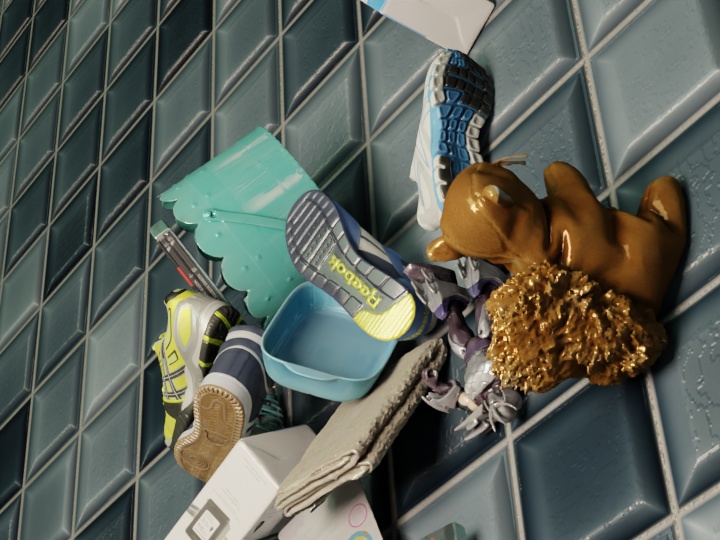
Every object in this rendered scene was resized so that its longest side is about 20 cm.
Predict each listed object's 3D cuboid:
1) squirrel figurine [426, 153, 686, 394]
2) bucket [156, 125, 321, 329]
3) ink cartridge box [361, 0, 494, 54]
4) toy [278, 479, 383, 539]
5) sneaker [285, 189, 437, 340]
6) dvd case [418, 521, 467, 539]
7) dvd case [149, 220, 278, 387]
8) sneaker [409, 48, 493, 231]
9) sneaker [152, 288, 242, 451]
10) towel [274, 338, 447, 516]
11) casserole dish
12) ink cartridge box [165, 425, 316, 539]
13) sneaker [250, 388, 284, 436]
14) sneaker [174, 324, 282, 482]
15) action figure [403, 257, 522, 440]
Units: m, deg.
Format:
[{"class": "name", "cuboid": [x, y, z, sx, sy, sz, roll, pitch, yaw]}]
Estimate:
[{"class": "squirrel figurine", "cuboid": [0.151, -0.002, 1.330, 0.142, 0.187, 0.200, -38, 39, 41]}, {"class": "bucket", "cuboid": [-0.103, -0.043, 1.769, 0.135, 0.207, 0.207, -38, 30, -4]}, {"class": "ink cartridge box", "cuboid": [0.046, -0.306, 1.810, 0.067, 0.116, 0.200, -61, 29, 10]}, {"class": "toy", "cuboid": [-0.004, 0.286, 1.530, 0.115, 0.047, 0.200, -46, 38, 21]}, {"class": "sneaker", "cuboid": [0.000, 0.000, 1.634, 0.074, 0.082, 0.200, -51, 58, 18]}, {"class": "dvd case", "cuboid": [0.018, 0.319, 1.430, 0.200, 0.022, 0.146, -33, 46, 24]}, {"class": "dvd case", "cuboid": [-0.154, 0.033, 1.786, 0.022, 0.200, 0.146, -37, 9, -5]}, {"class": "sneaker", "cuboid": [0.080, -0.129, 1.673, 0.087, 0.075, 0.200, -37, 39, 51]}, {"class": "sneaker", "cuboid": [-0.174, 0.101, 1.728, 0.076, 0.075, 0.200, 33, 127, 24]}, {"class": "towel", "cuboid": [0.003, 0.146, 1.552, 0.133, 0.034, 0.200, -35, 11, 40]}, {"class": "casserole dish", "cuboid": [-0.026, 0.070, 1.624, 0.200, 0.121, 0.039, -59, -18, -60]}, {"class": "ink cartridge box", "cuboid": [-0.117, 0.250, 1.653, 0.067, 0.116, 0.200, 47, 116, 21]}, {"class": "sneaker", "cuboid": [-0.119, 0.160, 1.794, 0.200, 0.078, 0.086, 16, 80, 61]}, {"class": "sneaker", "cuboid": [-0.127, 0.132, 1.675, 0.200, 0.070, 0.109, 112, -176, -55]}, {"class": "action figure", "cuboid": [0.103, 0.064, 1.493, 0.130, 0.069, 0.200, -40, 41, 24]}]
